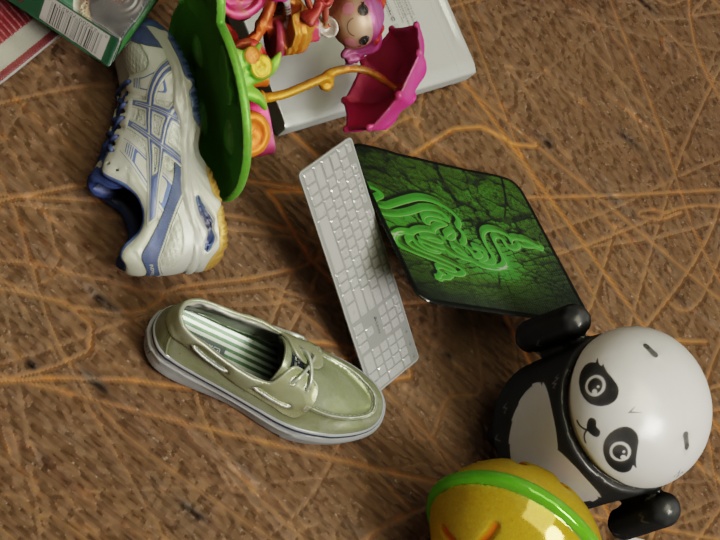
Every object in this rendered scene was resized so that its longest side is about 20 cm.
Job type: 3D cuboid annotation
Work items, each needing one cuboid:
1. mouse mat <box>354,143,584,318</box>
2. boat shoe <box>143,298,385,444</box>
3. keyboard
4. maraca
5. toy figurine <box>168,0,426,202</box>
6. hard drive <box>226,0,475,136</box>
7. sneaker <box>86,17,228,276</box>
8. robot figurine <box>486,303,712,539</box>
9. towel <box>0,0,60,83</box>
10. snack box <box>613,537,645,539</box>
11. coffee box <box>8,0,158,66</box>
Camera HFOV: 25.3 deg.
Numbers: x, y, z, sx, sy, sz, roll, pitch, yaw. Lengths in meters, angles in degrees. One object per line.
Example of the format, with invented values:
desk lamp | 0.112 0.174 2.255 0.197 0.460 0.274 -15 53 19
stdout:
mouse mat | 0.089 -0.028 1.276 0.198 0.008 0.162 8 46 -40
boat shoe | -0.064 0.077 1.186 0.198 0.062 0.073 21 65 -22
keyboard | 0.000 0.000 1.220 0.056 0.011 0.202 -40 125 -36
maraca | 0.126 0.217 1.186 0.201 0.136 0.107 55 48 -27
toy figurine | -0.037 -0.167 1.204 0.182 0.150 0.203 -14 114 -25
hard drive | -0.009 -0.198 1.330 0.198 0.027 0.133 -20 84 -32
sneaker | -0.162 -0.093 1.185 0.087 0.075 0.202 -11 74 -22
robot figurine | 0.177 0.116 1.222 0.149 0.200 0.126 30 62 -17
towel | -0.307 -0.233 1.185 0.200 0.023 0.144 49 56 -8
snack box | 0.294 0.280 1.334 0.198 0.024 0.073 19 64 -22
coffee box | -0.233 -0.253 1.177 0.199 0.044 0.124 34 59 -4
